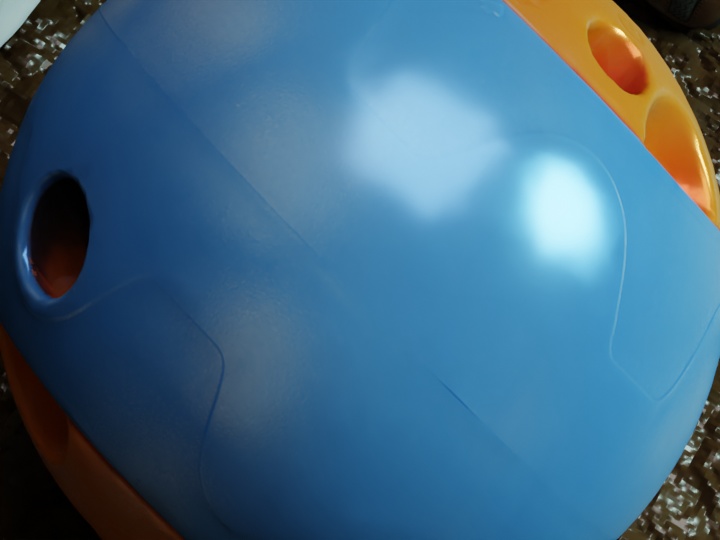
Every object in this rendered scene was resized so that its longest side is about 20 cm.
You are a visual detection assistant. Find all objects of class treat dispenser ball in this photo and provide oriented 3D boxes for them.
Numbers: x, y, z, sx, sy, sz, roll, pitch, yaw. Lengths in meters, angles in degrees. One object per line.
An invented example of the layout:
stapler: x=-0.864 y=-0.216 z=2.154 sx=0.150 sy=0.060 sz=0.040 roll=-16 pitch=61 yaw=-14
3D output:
treat dispenser ball: x=0.000 y=0.000 z=0.819 sx=0.200 sy=0.201 sz=0.201 roll=11 pitch=50 yaw=-14

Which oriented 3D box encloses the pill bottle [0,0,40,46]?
pill bottle: x=-0.184 y=-0.154 z=0.933 sx=0.200 sy=0.117 sz=0.116 roll=35 pitch=49 yaw=7

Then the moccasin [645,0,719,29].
moccasin: x=0.130 y=-0.178 z=1.114 sx=0.078 sy=0.074 sz=0.202 roll=30 pitch=57 yaw=-10
